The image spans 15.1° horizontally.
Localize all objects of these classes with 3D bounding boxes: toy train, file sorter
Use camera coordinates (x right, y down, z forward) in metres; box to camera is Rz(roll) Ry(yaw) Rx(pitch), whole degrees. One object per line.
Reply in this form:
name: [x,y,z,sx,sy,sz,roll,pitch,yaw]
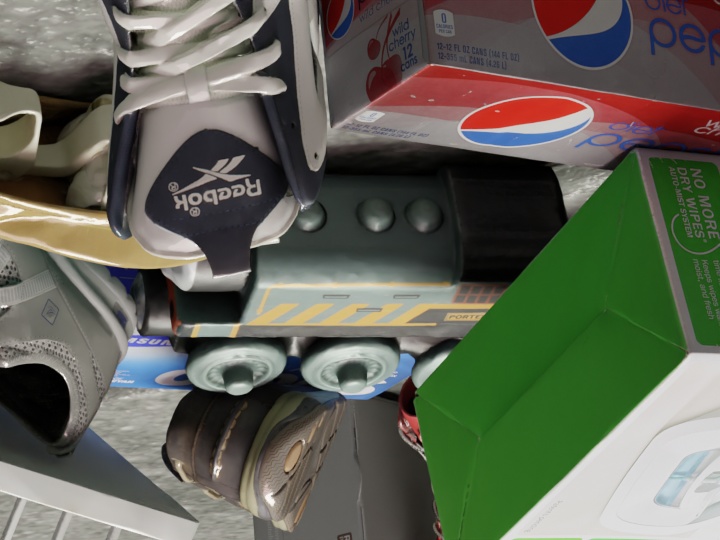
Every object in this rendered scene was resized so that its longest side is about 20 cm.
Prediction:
toy train: [0.000,0.000,1.206,0.199,0.086,0.114,1,148,-15]
file sorter: [-0.193,0.115,1.230,0.138,0.125,0.200,21,-175,-33]

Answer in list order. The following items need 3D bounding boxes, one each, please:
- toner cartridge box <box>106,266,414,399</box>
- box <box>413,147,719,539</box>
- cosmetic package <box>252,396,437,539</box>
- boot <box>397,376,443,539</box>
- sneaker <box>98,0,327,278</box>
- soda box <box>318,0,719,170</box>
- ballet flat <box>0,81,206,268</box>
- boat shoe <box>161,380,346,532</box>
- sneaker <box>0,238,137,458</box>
toner cartridge box: [-0.063,0.026,1.308,0.199,0.043,0.095,4,159,-28]
box: [0.146,0.045,1.104,0.176,0.097,0.200,5,147,-27]
cosmetic package: [0.028,0.141,1.581,0.090,0.107,0.200,-19,156,37]
boot: [0.048,0.122,1.443,0.072,0.201,0.144,31,-171,41]
sneaker: [-0.052,-0.069,0.895,0.079,0.130,0.199,-7,161,1]
soda box: [0.086,-0.080,1.007,0.199,0.064,0.070,6,158,-33]
ballet flat: [-0.123,-0.043,1.060,0.199,0.069,0.063,5,145,-32]
boat shoe: [-0.053,0.078,1.309,0.073,0.075,0.200,23,173,5]
sneaker: [-0.165,0.006,1.119,0.075,0.082,0.200,-19,139,35]
